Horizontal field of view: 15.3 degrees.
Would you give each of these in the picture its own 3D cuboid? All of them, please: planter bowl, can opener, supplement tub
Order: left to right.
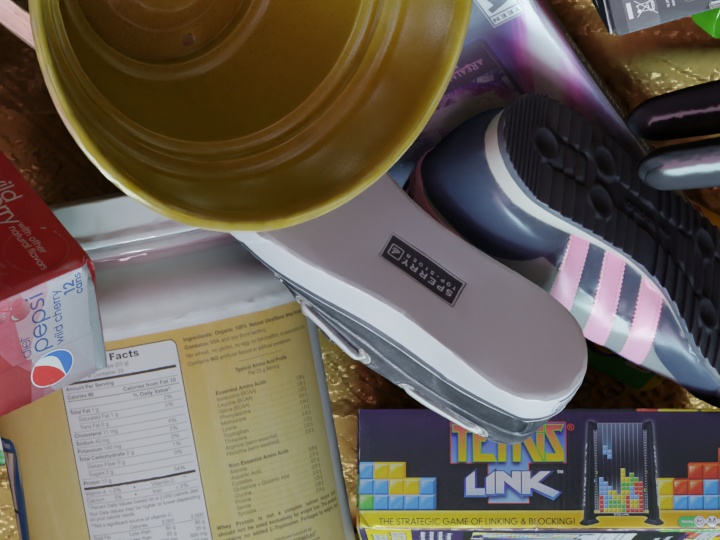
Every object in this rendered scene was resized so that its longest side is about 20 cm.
[{"bbox_3d":[-0.084,0.065,1.154,0.144,0.145,0.201,-10,93,10],"label":"supplement tub"},{"bbox_3d":[-0.058,-0.120,1.042,0.199,0.083,0.202,-8,104,-32],"label":"planter bowl"},{"bbox_3d":[0.211,-0.065,1.117,0.199,0.064,0.079,-12,134,-5],"label":"can opener"}]

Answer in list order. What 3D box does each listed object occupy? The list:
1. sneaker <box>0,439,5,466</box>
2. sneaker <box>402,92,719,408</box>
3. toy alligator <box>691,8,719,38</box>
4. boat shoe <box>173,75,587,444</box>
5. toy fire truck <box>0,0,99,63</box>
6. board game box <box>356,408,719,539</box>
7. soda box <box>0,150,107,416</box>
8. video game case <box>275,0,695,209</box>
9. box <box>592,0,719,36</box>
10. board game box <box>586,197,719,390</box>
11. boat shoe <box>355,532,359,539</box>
[{"bbox_3d":[-0.177,0.032,1.224,0.199,0.078,0.085,14,132,-12],"label":"sneaker"},{"bbox_3d":[0.101,0.000,1.150,0.082,0.070,0.200,-22,128,39],"label":"sneaker"},{"bbox_3d":[0.184,-0.178,1.038,0.054,0.059,0.201,-19,141,-45],"label":"toy alligator"},{"bbox_3d":[0.000,0.000,1.099,0.199,0.072,0.068,35,145,0],"label":"boat shoe"},{"bbox_3d":[-0.209,-0.096,1.032,0.199,0.177,0.129,-6,133,6],"label":"toy fire truck"},{"bbox_3d":[0.081,0.101,1.233,0.164,0.057,0.200,1,170,1],"label":"board game box"},{"bbox_3d":[-0.182,-0.027,1.081,0.070,0.200,0.064,-25,139,-24],"label":"soda box"},{"bbox_3d":[0.046,-0.045,1.154,0.142,0.019,0.200,-26,126,20],"label":"video game case"},{"bbox_3d":[0.139,-0.201,0.948,0.160,0.049,0.201,-16,111,2],"label":"box"},{"bbox_3d":[0.082,-0.018,1.205,0.199,0.030,0.096,30,125,-22],"label":"board game box"},{"bbox_3d":[0.030,0.170,1.364,0.199,0.062,0.072,-4,134,3],"label":"boat shoe"}]
